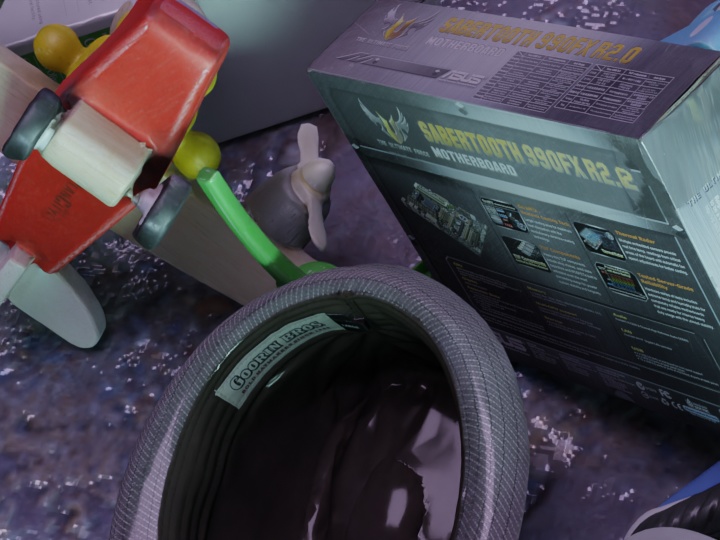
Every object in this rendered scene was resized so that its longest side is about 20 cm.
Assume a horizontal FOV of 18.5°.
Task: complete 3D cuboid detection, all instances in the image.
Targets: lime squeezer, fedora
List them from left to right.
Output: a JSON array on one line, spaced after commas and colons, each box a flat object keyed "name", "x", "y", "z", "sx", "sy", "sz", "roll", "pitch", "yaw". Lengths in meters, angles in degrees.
[{"name": "fedora", "x": -0.004, "y": 0.102, "z": 0.843, "sx": 0.176, "sy": 0.090, "sz": 0.201, "roll": -6, "pitch": 64, "yaw": 29}, {"name": "lime squeezer", "x": 0.000, "y": 0.000, "z": 0.907, "sx": 0.038, "sy": 0.200, "sz": 0.071, "roll": 40, "pitch": 113, "yaw": 34}]

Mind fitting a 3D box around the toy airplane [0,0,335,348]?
[{"name": "toy airplane", "x": -0.109, "y": -0.056, "z": 0.942, "sx": 0.198, "sy": 0.200, "sz": 0.141, "roll": 10, "pitch": 56, "yaw": 30}]

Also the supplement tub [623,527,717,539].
[{"name": "supplement tub", "x": 0.079, "y": 0.199, "z": 0.723, "sx": 0.200, "sy": 0.145, "sz": 0.144, "roll": -44, "pitch": 55, "yaw": -16}]

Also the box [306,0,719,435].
[{"name": "box", "x": 0.085, "y": -0.019, "z": 0.836, "sx": 0.048, "sy": 0.159, "sz": 0.200, "roll": -44, "pitch": 32, "yaw": -20}]

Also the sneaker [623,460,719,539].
[{"name": "sneaker", "x": 0.191, "y": 0.074, "z": 0.842, "sx": 0.199, "sy": 0.076, "sz": 0.077, "roll": -24, "pitch": 27, "yaw": -1}]

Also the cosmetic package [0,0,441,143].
[{"name": "cosmetic package", "x": -0.066, "y": -0.126, "z": 1.030, "sx": 0.199, "sy": 0.108, "sz": 0.085, "roll": -18, "pitch": 51, "yaw": 5}]

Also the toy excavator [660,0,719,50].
[{"name": "toy excavator", "x": 0.171, "y": -0.094, "z": 0.889, "sx": 0.195, "sy": 0.100, "sz": 0.200, "roll": 47, "pitch": 70, "yaw": -7}]
